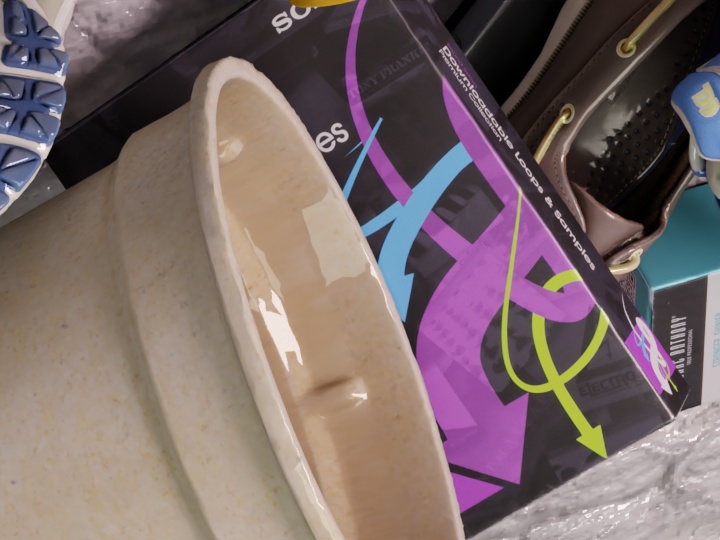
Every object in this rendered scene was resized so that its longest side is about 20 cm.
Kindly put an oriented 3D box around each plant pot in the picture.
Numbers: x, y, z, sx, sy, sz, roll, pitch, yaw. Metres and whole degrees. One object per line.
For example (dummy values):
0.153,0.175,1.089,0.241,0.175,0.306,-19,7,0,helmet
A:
-0.086,0.060,0.835,0.183,0.201,0.201,-21,139,12,plant pot

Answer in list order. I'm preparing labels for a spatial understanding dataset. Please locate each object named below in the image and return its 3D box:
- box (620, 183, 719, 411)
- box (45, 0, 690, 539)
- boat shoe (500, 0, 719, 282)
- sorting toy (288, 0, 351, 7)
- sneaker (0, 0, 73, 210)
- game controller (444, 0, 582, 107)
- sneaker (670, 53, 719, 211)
0.202,-0.007,1.116,0.199,0.049,0.082,-16,137,-11,box
0.000,0.000,0.932,0.143,0.036,0.200,-33,94,22,box
0.080,-0.031,0.953,0.072,0.060,0.200,27,99,-29,boat shoe
0.014,-0.191,0.829,0.199,0.107,0.181,-18,118,-8,sorting toy
-0.125,-0.054,0.808,0.077,0.200,0.085,24,137,-4,sneaker
0.042,-0.033,0.995,0.104,0.042,0.200,36,94,-30,game controller
0.153,-0.043,0.931,0.077,0.076,0.200,-26,154,5,sneaker
